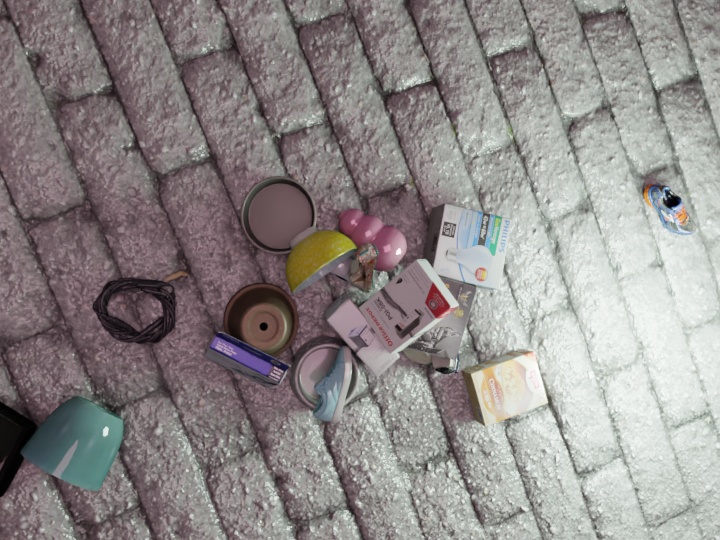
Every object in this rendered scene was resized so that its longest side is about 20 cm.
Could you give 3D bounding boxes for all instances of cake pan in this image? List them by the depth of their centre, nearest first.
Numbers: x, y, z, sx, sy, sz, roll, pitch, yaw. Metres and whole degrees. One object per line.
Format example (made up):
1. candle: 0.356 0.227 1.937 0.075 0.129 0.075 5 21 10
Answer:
1. cake pan: -0.211 -0.142 1.550 0.197 0.037 0.203 0 88 1

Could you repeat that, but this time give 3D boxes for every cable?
1. cable: -0.567 0.102 1.496 0.197 0.051 0.165 2 95 -14

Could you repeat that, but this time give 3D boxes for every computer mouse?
1. computer mouse: -0.085 -0.040 1.592 0.199 0.044 0.111 30 84 -10

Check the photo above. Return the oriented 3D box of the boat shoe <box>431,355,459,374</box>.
1. boat shoe: 0.234 0.193 1.653 0.074 0.093 0.202 -7 66 25

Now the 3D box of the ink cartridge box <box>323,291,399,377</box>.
1. ink cartridge box: 0.000 0.164 1.556 0.086 0.146 0.200 -43 97 -2

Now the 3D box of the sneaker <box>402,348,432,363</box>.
1. sneaker: 0.136 0.173 1.629 0.200 0.075 0.085 45 46 -23

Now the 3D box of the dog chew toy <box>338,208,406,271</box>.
1. dog chew toy: 0.026 -0.089 1.580 0.199 0.125 0.125 39 83 -1

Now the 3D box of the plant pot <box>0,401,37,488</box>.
1. plant pot: -0.870 0.400 1.364 0.199 0.200 0.178 36 73 -9

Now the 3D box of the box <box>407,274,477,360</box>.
1. box: 0.197 0.114 1.539 0.156 0.048 0.202 15 98 -3

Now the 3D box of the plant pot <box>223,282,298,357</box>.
1. plant pot: -0.248 0.134 1.494 0.198 0.175 0.203 0 91 -11

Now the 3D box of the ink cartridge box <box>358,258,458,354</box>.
1. ink cartridge box: 0.117 0.090 1.469 0.200 0.083 0.147 -41 76 19

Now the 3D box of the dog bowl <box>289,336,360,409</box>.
1. dog bowl: -0.091 0.280 1.585 0.197 0.059 0.203 0 90 -11

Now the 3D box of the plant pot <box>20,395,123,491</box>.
1. plant pot: -0.661 0.396 1.405 0.199 0.200 0.162 31 71 -10

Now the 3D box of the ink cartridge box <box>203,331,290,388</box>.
1. ink cartridge box: -0.285 0.227 1.473 0.198 0.200 0.041 28 65 -9

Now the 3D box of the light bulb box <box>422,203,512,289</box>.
1. light bulb box: 0.286 -0.061 1.627 0.197 0.125 0.201 11 88 -10

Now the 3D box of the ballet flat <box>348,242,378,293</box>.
1. ballet flat: 0.000 0.000 1.541 0.063 0.201 0.076 -26 61 -21

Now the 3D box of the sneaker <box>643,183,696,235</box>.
1. sneaker: 0.937 -0.180 1.784 0.200 0.078 0.076 41 83 -9

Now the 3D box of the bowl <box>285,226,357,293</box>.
1. bowl: -0.116 -0.043 1.477 0.199 0.200 0.108 -34 86 -10

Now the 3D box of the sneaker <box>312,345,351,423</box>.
1. sneaker: -0.075 0.288 1.522 0.081 0.074 0.203 13 87 -14

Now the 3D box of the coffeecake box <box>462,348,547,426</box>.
1. coffeecake box: 0.407 0.328 1.680 0.198 0.073 0.155 -17 93 -12
